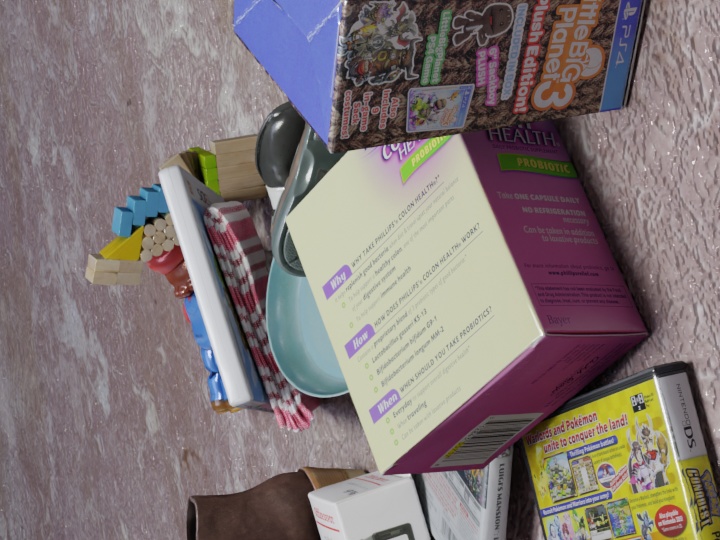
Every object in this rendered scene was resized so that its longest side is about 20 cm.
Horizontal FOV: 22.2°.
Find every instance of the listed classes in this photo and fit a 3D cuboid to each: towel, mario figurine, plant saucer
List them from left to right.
[{"bbox_3d":[-0.124,0.028,1.742,0.123,0.106,0.202,-15,96,31],"label":"mario figurine"},{"bbox_3d":[-0.079,0.034,1.563,0.146,0.030,0.202,-57,-53,-85],"label":"towel"},{"bbox_3d":[0.000,0.000,1.382,0.199,0.027,0.202,-27,54,43],"label":"plant saucer"}]

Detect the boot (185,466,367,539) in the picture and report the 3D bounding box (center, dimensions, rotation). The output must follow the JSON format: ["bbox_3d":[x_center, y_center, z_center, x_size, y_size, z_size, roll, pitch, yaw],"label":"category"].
[{"bbox_3d":[-0.067,0.266,1.550,0.072,0.165,0.202,-155,59,-62],"label":"boot"}]

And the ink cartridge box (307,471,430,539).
[{"bbox_3d":[0.014,0.222,1.424,0.116,0.067,0.202,164,90,-77],"label":"ink cartridge box"}]

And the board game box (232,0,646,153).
[{"bbox_3d":[0.044,-0.163,1.099,0.160,0.198,0.098,-126,34,-47],"label":"board game box"}]

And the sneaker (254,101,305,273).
[{"bbox_3d":[-0.035,-0.043,1.490,0.089,0.074,0.201,51,154,46],"label":"sneaker"}]

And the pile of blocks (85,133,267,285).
[{"bbox_3d":[-0.177,-0.062,1.670,0.083,0.199,0.062,61,165,-24],"label":"pile of blocks"}]

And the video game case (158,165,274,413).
[{"bbox_3d":[-0.112,0.021,1.550,0.182,0.022,0.202,39,-147,-80],"label":"video game case"}]

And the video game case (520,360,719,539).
[{"bbox_3d":[0.169,0.165,1.152,0.200,0.025,0.183,145,114,-66],"label":"video game case"}]

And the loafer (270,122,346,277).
[{"bbox_3d":[-0.021,-0.096,1.376,0.201,0.071,0.063,-64,27,14],"label":"loafer"}]

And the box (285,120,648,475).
[{"bbox_3d":[0.063,0.002,1.187,0.176,0.096,0.201,-45,57,40],"label":"box"}]

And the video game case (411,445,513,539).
[{"bbox_3d":[0.065,0.113,1.351,0.200,0.023,0.184,-126,34,-59],"label":"video game case"}]
